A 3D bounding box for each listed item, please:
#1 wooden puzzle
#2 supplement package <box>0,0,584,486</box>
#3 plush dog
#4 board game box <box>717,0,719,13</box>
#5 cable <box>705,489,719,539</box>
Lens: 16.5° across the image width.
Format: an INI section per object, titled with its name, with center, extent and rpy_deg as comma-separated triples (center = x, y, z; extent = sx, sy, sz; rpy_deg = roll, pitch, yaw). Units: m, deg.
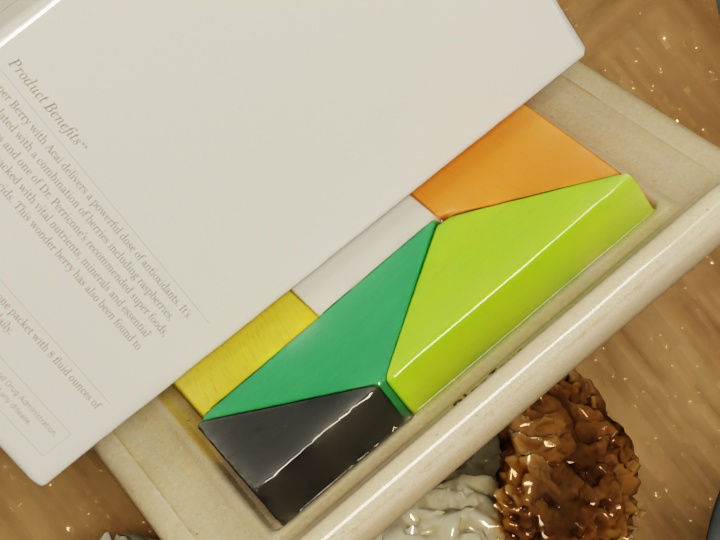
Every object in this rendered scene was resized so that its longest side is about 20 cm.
[wooden puzzle]
center = 0.000, 0.000, 0.716
extent = 0.185, 0.200, 0.037
rpy_deg = -40, 119, -5
[supplement package]
center = -0.062, -0.063, 0.712
extent = 0.200, 0.120, 0.121
rpy_deg = -38, 124, -2
[plush dog]
center = 0.006, 0.105, 0.719
extent = 0.200, 0.172, 0.161
rpy_deg = -42, 91, -6
[board game box]
center = 0.165, -0.022, 0.727
extent = 0.056, 0.196, 0.200
rpy_deg = -11, 87, -4
[cable]
center = 0.100, 0.143, 0.736
extent = 0.051, 0.163, 0.200
rpy_deg = 26, 81, 27
